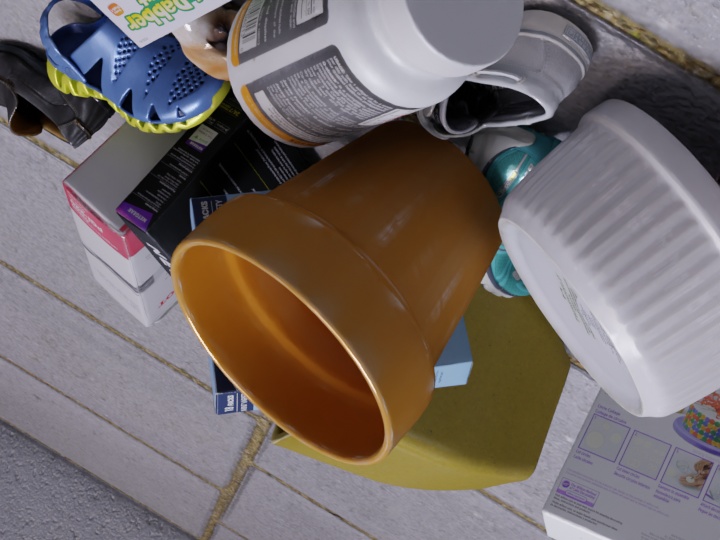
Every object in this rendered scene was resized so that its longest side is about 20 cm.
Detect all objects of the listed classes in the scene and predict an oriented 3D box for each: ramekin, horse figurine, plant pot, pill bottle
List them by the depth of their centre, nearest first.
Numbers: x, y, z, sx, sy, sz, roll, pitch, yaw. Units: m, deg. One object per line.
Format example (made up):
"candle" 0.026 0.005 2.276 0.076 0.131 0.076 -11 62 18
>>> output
"pill bottle" 0.007 -0.152 0.992 0.116 0.117 0.199 40 153 -23
"ramekin" 0.176 0.000 1.011 0.201 0.105 0.200 55 175 7
"plant pot" 0.000 0.000 1.088 0.199 0.183 0.201 34 151 22
"horse figurine" -0.111 -0.196 1.152 0.200 0.050 0.132 45 147 -24
"plant pot" 0.067 0.096 1.373 0.198 0.196 0.195 27 160 -12

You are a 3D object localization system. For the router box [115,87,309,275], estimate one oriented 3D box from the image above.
"router box" -0.100 -0.039 1.329 0.051 0.149 0.200 30 163 40

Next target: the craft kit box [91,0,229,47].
"craft kit box" -0.146 -0.255 1.015 0.199 0.049 0.197 -18 132 43

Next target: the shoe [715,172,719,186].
"shoe" 0.264 -0.031 0.993 0.090 0.072 0.201 31 155 8

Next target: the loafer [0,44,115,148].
"loafer" -0.312 -0.162 1.459 0.198 0.073 0.073 12 153 42

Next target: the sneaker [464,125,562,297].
"sneaker" 0.124 -0.038 1.157 0.079 0.078 0.201 12 153 18

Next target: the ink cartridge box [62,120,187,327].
"ink cartridge box" -0.178 -0.057 1.399 0.085 0.146 0.201 38 160 17

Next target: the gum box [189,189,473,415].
"gum box" -0.026 0.015 1.211 0.197 0.172 0.045 -6 153 -8

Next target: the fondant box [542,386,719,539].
"fondant box" 0.245 0.136 1.191 0.143 0.201 0.058 21 159 22

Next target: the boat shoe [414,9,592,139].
"boat shoe" 0.071 -0.122 1.043 0.199 0.069 0.072 6 148 49

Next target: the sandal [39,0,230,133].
"sandal" -0.195 -0.174 1.278 0.198 0.080 0.087 17 151 28
